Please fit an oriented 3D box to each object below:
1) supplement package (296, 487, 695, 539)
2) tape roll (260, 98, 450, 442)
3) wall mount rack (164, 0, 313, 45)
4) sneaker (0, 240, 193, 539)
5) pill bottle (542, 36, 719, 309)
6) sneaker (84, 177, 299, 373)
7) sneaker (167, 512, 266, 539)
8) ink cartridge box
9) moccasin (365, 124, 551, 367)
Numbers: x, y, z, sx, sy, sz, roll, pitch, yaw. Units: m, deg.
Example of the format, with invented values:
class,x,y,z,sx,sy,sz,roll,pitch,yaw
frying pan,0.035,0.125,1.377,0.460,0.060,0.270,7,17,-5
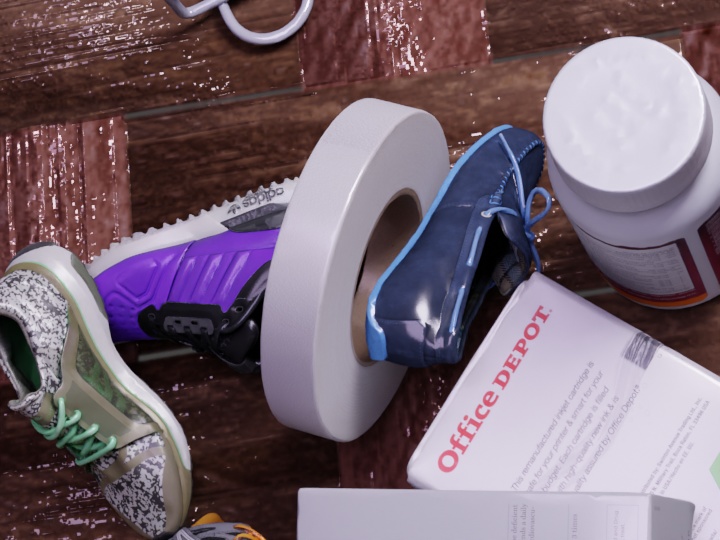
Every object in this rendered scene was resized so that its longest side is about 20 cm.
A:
class,x,y,z,sx,sy,sz,roll,pitch,yaw
supplement package,0.073,0.179,1.392,0.198,0.117,0.118,-1,83,19
tape roll,0.000,0.000,1.509,0.037,0.203,0.204,14,77,20
wall mount rack,-0.068,-0.257,1.676,0.173,0.075,0.201,-26,69,6
sneaker,-0.179,0.085,1.567,0.077,0.088,0.201,-34,86,39
pill bottle,0.167,-0.056,1.478,0.109,0.200,0.111,-5,71,14
sneaker,-0.093,0.022,1.583,0.199,0.069,0.100,-24,64,19
sneaker,-0.075,0.184,1.496,0.077,0.078,0.200,-48,24,-16
ink cartridge box,0.149,0.117,1.491,0.199,0.084,0.146,31,83,21
moccasin,0.072,-0.006,1.534,0.068,0.081,0.201,14,50,24
